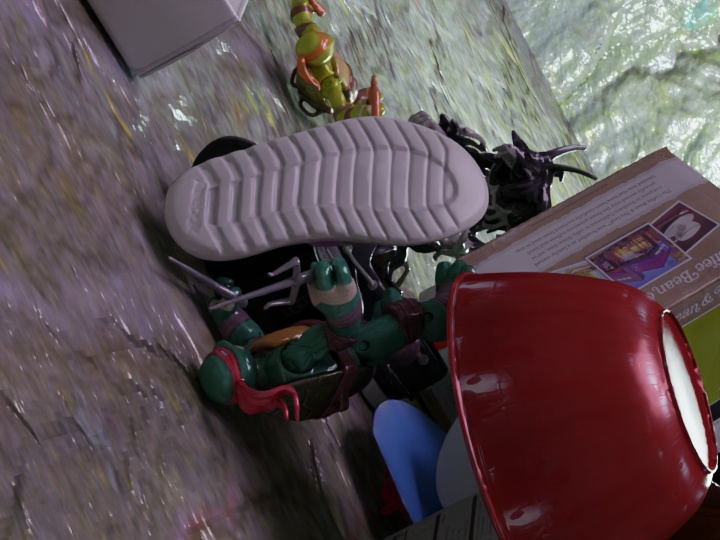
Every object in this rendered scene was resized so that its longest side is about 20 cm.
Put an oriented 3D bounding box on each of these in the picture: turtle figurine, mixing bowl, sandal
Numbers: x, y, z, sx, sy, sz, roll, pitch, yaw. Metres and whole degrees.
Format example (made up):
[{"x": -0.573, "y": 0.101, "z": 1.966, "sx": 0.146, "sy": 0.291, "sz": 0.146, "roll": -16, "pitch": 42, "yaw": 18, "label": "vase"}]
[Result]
[{"x": -0.032, "y": 0.037, "z": 1.310, "sx": 0.200, "sy": 0.150, "sz": 0.101, "roll": -7, "pitch": 94, "yaw": -41, "label": "turtle figurine"}, {"x": 0.134, "y": 0.082, "z": 1.287, "sx": 0.200, "sy": 0.108, "sz": 0.200, "roll": -17, "pitch": 90, "yaw": -72, "label": "mixing bowl"}, {"x": -0.023, "y": -0.045, "z": 1.364, "sx": 0.050, "sy": 0.202, "sz": 0.083, "roll": 134, "pitch": -52, "yaw": -63, "label": "sandal"}, {"x": -0.018, "y": -0.143, "z": 1.843, "sx": 0.200, "sy": 0.064, "sz": 0.161, "roll": 60, "pitch": 2, "yaw": 33, "label": "turtle figurine"}]

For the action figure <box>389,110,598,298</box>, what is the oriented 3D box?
[{"x": 0.068, "y": -0.049, "z": 1.673, "sx": 0.102, "sy": 0.200, "sz": 0.119, "roll": 44, "pitch": 22, "yaw": -48, "label": "action figure"}]

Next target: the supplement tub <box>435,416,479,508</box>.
[{"x": 0.154, "y": 0.166, "z": 1.496, "sx": 0.200, "sy": 0.145, "sz": 0.145, "roll": 44, "pitch": 21, "yaw": -36, "label": "supplement tub"}]

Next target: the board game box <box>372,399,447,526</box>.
[{"x": 0.052, "y": 0.180, "z": 1.508, "sx": 0.158, "sy": 0.039, "sz": 0.200, "roll": 27, "pitch": 34, "yaw": -59, "label": "board game box"}]

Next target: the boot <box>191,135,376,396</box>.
[{"x": -0.051, "y": -0.016, "z": 1.479, "sx": 0.200, "sy": 0.069, "sz": 0.174, "roll": 62, "pitch": 7, "yaw": -19, "label": "boot"}]

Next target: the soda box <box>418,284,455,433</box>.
[{"x": 0.087, "y": 0.067, "z": 1.819, "sx": 0.068, "sy": 0.064, "sz": 0.200, "roll": 58, "pitch": 12, "yaw": -17, "label": "soda box"}]

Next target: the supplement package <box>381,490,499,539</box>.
[{"x": 0.084, "y": 0.251, "z": 1.309, "sx": 0.200, "sy": 0.111, "sz": 0.156, "roll": 59, "pitch": 13, "yaw": -14, "label": "supplement package"}]

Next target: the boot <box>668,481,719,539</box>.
[{"x": 0.217, "y": 0.127, "z": 1.318, "sx": 0.068, "sy": 0.200, "sz": 0.189, "roll": 24, "pitch": 63, "yaw": -22, "label": "boot"}]

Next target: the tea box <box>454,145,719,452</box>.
[{"x": 0.183, "y": 0.054, "z": 1.639, "sx": 0.134, "sy": 0.200, "sz": 0.197, "roll": 42, "pitch": -32, "yaw": 36, "label": "tea box"}]

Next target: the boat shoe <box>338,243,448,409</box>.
[{"x": 0.000, "y": 0.000, "z": 1.620, "sx": 0.200, "sy": 0.060, "sz": 0.076, "roll": 64, "pitch": 13, "yaw": 10, "label": "boat shoe"}]

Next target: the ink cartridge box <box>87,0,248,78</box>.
[{"x": -0.153, "y": -0.240, "z": 1.471, "sx": 0.200, "sy": 0.085, "sz": 0.146, "roll": 60, "pitch": 13, "yaw": -16, "label": "ink cartridge box"}]

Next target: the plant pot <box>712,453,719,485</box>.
[{"x": 0.206, "y": 0.222, "z": 1.770, "sx": 0.187, "sy": 0.187, "sz": 0.200, "roll": -101, "pitch": 176, "yaw": -53, "label": "plant pot"}]
